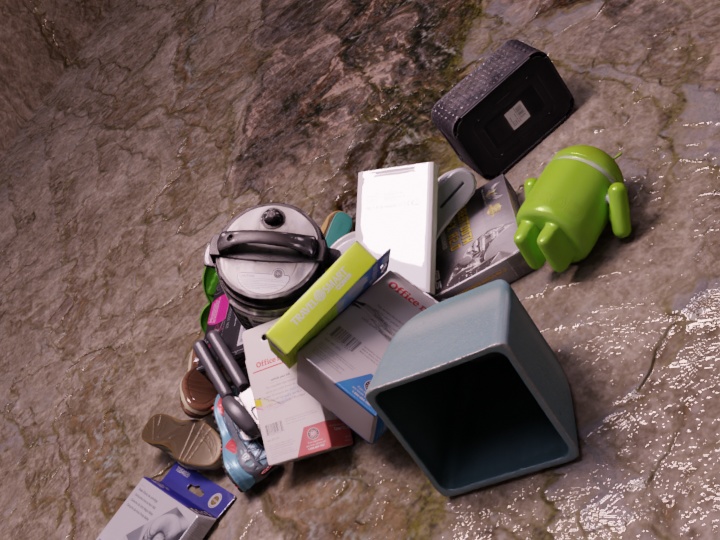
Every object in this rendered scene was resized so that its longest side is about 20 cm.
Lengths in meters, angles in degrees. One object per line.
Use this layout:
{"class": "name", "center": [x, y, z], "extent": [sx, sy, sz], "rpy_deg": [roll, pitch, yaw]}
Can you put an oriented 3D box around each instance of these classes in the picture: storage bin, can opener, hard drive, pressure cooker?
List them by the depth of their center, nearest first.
{"class": "pressure cooker", "center": [-0.130, -0.003, 1.625], "extent": [0.175, 0.200, 0.179], "rpy_deg": [-34, 64, -12]}
{"class": "can opener", "center": [-0.198, 0.169, 1.634], "extent": [0.053, 0.067, 0.200], "rpy_deg": [-33, 60, -5]}
{"class": "hard drive", "center": [0.053, -0.058, 1.638], "extent": [0.131, 0.027, 0.202], "rpy_deg": [-5, 74, 28]}
{"class": "storage bin", "center": [0.235, -0.266, 1.785], "extent": [0.200, 0.135, 0.094], "rpy_deg": [-41, 31, 1]}

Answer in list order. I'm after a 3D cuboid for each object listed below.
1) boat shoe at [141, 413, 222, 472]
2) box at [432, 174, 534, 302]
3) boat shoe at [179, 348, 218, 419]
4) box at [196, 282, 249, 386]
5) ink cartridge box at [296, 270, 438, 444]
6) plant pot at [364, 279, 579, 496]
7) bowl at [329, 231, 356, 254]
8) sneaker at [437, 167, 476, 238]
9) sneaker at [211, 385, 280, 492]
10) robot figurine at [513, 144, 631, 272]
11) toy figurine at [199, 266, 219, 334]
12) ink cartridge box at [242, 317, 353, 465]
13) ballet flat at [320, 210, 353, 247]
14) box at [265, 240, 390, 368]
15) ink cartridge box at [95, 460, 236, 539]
{"class": "boat shoe", "center": [-0.276, 0.284, 1.750], "extent": [0.200, 0.063, 0.073], "rpy_deg": [6, 59, 44]}
{"class": "box", "center": [0.177, -0.042, 1.660], "extent": [0.158, 0.048, 0.201], "rpy_deg": [-30, 34, 19]}
{"class": "boat shoe", "center": [-0.268, 0.201, 1.813], "extent": [0.203, 0.074, 0.075], "rpy_deg": [-88, 21, -67]}
{"class": "box", "center": [-0.171, 0.103, 1.796], "extent": [0.131, 0.115, 0.201], "rpy_deg": [-23, 38, 25]}
{"class": "ink cartridge box", "center": [0.030, 0.116, 1.492], "extent": [0.144, 0.084, 0.200], "rpy_deg": [37, 58, 21]}
{"class": "plant pot", "center": [0.150, 0.127, 1.364], "extent": [0.195, 0.197, 0.201], "rpy_deg": [-23, 28, 26]}
{"class": "bowl", "center": [0.000, 0.000, 1.760], "extent": [0.200, 0.090, 0.202], "rpy_deg": [-27, 35, 20]}
{"class": "sneaker", "center": [0.104, -0.080, 1.690], "extent": [0.200, 0.073, 0.071], "rpy_deg": [-41, 3, 7]}
{"class": "sneaker", "center": [-0.166, 0.249, 1.666], "extent": [0.095, 0.080, 0.201], "rpy_deg": [-26, 42, 5]}
{"class": "robot figurine", "center": [0.297, -0.094, 1.531], "extent": [0.175, 0.116, 0.201], "rpy_deg": [6, 55, 49]}
{"class": "toy figurine", "center": [-0.222, 0.011, 1.986], "extent": [0.201, 0.149, 0.184], "rpy_deg": [-60, 14, 15]}
{"class": "ink cartridge box", "center": [-0.094, 0.171, 1.574], "extent": [0.116, 0.067, 0.202], "rpy_deg": [-20, 77, 29]}
{"class": "ballet flat", "center": [-0.066, -0.018, 1.892], "extent": [0.063, 0.068, 0.201], "rpy_deg": [-39, 18, 51]}
{"class": "box", "center": [-0.044, 0.042, 1.483], "extent": [0.200, 0.048, 0.122], "rpy_deg": [-46, -9, -12]}
{"class": "ink cartridge box", "center": [-0.310, 0.391, 1.664], "extent": [0.199, 0.041, 0.200], "rpy_deg": [12, 59, 52]}
